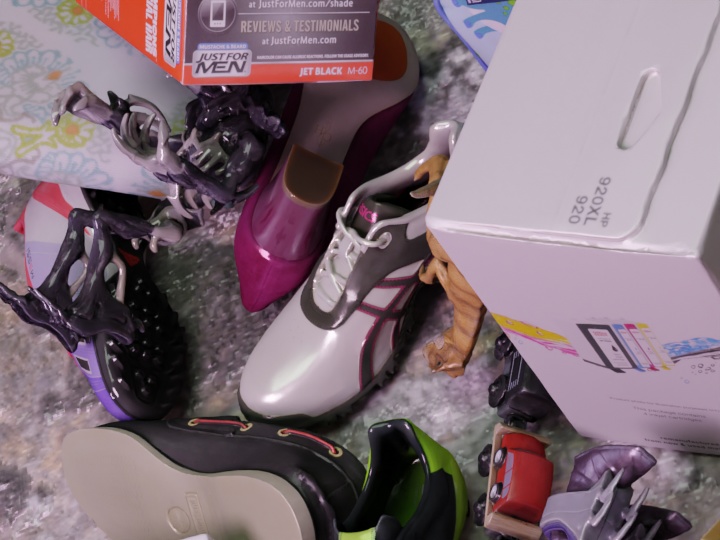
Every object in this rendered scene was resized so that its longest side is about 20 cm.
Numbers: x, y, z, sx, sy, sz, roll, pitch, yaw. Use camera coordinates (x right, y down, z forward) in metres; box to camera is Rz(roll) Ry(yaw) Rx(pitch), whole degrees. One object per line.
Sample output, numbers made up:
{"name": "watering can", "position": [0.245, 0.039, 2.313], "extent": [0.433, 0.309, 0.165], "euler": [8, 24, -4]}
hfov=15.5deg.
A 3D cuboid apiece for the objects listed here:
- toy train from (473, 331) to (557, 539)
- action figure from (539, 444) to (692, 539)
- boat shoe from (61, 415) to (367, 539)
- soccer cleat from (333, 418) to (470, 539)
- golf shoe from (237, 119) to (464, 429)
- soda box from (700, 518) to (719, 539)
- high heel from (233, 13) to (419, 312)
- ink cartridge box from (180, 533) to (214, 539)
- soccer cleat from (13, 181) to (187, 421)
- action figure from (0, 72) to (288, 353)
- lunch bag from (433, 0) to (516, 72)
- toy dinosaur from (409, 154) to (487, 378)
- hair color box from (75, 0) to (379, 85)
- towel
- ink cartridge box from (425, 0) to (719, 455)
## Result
{"name": "toy train", "position": [0.078, 0.109, 1.312], "extent": [0.046, 0.034, 0.201], "euler": [-42, 32, 52]}
{"name": "action figure", "position": [0.084, 0.180, 1.215], "extent": [0.069, 0.130, 0.200], "euler": [-4, 48, 48]}
{"name": "boat shoe", "position": [-0.079, 0.114, 1.393], "extent": [0.201, 0.074, 0.063], "euler": [6, 25, 44]}
{"name": "soccer cleat", "position": [0.009, 0.168, 1.287], "extent": [0.067, 0.081, 0.201], "euler": [-7, 55, 26]}
{"name": "golf shoe", "position": [0.000, 0.000, 1.409], "extent": [0.200, 0.088, 0.077], "euler": [-45, 49, -4]}
{"name": "soda box", "position": [0.254, 0.084, 1.217], "extent": [0.200, 0.064, 0.068], "euler": [-45, 48, -6]}
{"name": "high heel", "position": [-0.025, -0.066, 1.493], "extent": [0.067, 0.096, 0.200], "euler": [30, 42, 1]}
{"name": "ink cartridge box", "position": [-0.147, 0.233, 1.329], "extent": [0.199, 0.083, 0.146], "euler": [-16, 51, 19]}
{"name": "soccer cleat", "position": [-0.152, 0.020, 1.505], "extent": [0.073, 0.068, 0.200], "euler": [-40, 45, 23]}
{"name": "action figure", "position": [-0.114, -0.055, 1.417], "extent": [0.200, 0.102, 0.119], "euler": [-53, 27, -14]}
{"name": "lunch bag", "position": [0.141, -0.125, 1.338], "extent": [0.160, 0.200, 0.083], "euler": [-1, 58, 28]}
{"name": "toy dinosaur", "position": [0.056, -0.022, 1.308], "extent": [0.060, 0.200, 0.107], "euler": [-2, 55, 3]}
{"name": "hair color box", "position": [-0.077, -0.155, 1.451], "extent": [0.110, 0.064, 0.200], "euler": [-3, 18, -21]}
{"name": "towel", "position": [-0.146, -0.125, 1.554], "extent": [0.170, 0.048, 0.201], "euler": [6, 49, -2]}
{"name": "ink cartridge box", "position": [0.151, -0.022, 1.260], "extent": [0.144, 0.200, 0.148], "euler": [5, 61, 33]}
